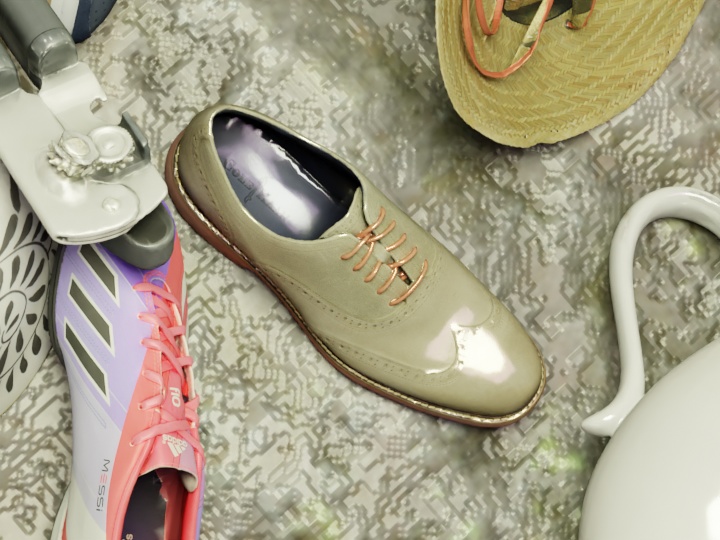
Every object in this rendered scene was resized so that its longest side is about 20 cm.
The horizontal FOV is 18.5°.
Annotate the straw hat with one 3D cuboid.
[{"bbox_3d":[0.075,-0.159,0.994,0.085,0.201,0.201,27,71,39],"label":"straw hat"}]

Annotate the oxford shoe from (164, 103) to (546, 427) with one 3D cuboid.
[{"bbox_3d":[0.000,0.000,0.960,0.199,0.074,0.071,34,76,-4],"label":"oxford shoe"}]

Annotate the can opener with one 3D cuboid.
[{"bbox_3d":[-0.145,-0.080,0.917,0.052,0.067,0.200,-25,64,-21],"label":"can opener"}]

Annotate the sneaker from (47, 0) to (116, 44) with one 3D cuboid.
[{"bbox_3d":[-0.067,-0.179,0.980,0.108,0.070,0.201,20,74,-5],"label":"sneaker"}]

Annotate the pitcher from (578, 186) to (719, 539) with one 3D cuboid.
[{"bbox_3d":[0.158,0.066,0.970,0.171,0.122,0.200,29,64,16],"label":"pitcher"}]

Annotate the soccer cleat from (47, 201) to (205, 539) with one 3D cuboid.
[{"bbox_3d":[-0.091,0.057,0.924,0.068,0.073,0.202,8,79,-35],"label":"soccer cleat"}]

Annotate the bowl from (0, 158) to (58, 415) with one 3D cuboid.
[{"bbox_3d":[-0.215,-0.017,0.910,0.199,0.094,0.202,2,79,-12],"label":"bowl"}]
